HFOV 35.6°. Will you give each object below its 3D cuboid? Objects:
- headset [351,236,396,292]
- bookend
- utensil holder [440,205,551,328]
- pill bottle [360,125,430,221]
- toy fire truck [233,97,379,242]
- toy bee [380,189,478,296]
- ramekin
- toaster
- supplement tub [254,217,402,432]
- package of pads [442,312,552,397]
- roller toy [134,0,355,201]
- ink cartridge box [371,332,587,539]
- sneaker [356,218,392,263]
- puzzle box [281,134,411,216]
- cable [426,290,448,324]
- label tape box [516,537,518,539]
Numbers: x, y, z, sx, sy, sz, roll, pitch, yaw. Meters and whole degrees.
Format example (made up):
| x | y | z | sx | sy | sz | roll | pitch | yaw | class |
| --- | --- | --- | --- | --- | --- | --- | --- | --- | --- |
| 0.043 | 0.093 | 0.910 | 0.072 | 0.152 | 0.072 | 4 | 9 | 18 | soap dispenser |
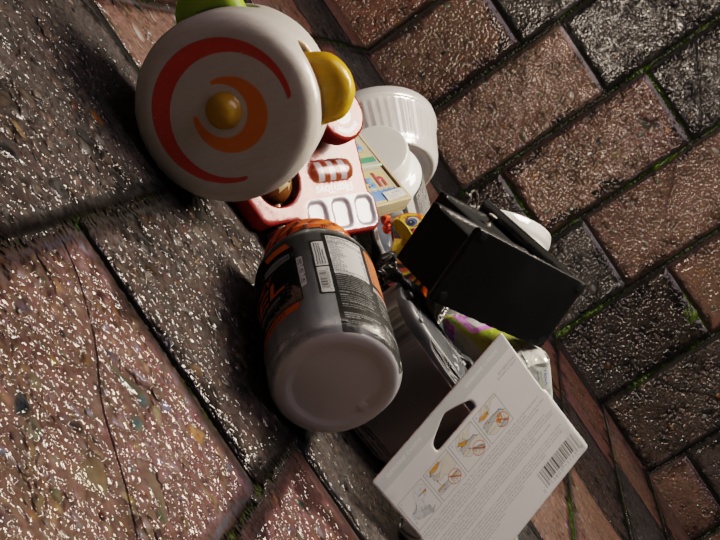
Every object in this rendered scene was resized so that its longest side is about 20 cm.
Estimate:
| x | y | z | sx | sy | sz | roll | pitch | yaw | class |
| --- | --- | --- | --- | --- | --- | --- | --- | --- | --- |
| 0.000 | 0.000 | 1.364 | 0.124 | 0.094 | 0.200 | 55 | 1 | -4 | headset |
| 0.118 | -0.027 | 1.267 | 0.198 | 0.092 | 0.200 | 23 | 17 | -41 | bookend |
| 0.166 | 0.033 | 1.568 | 0.170 | 0.169 | 0.202 | 38 | 62 | -55 | utensil holder |
| 0.039 | -0.113 | 1.629 | 0.201 | 0.115 | 0.117 | 70 | -5 | -57 | pill bottle |
| -0.072 | -0.111 | 1.276 | 0.199 | 0.112 | 0.170 | -12 | 85 | -42 | toy fire truck |
| 0.067 | -0.027 | 1.460 | 0.200 | 0.108 | 0.132 | -46 | 143 | -51 | toy bee |
| 0.028 | -0.181 | 1.716 | 0.202 | 0.201 | 0.095 | 40 | 31 | -51 | ramekin |
| 0.039 | 0.106 | 1.165 | 0.201 | 0.129 | 0.114 | 53 | 12 | -18 | toaster |
| -0.036 | 0.044 | 1.052 | 0.123 | 0.122 | 0.201 | 48 | 15 | -33 | supplement tub |
| 0.169 | 0.140 | 1.356 | 0.200 | 0.068 | 0.156 | -135 | -147 | -64 | package of pads |
| -0.121 | -0.164 | 1.100 | 0.199 | 0.183 | 0.140 | 29 | 17 | -5 | roller toy |
| 0.113 | 0.188 | 1.106 | 0.174 | 0.200 | 0.043 | 51 | -18 | -23 | ink cartridge box |
| 0.021 | -0.044 | 1.560 | 0.204 | 0.076 | 0.146 | 66 | 23 | -3 | sneaker |
| -0.040 | -0.116 | 1.405 | 0.199 | 0.025 | 0.133 | -18 | 62 | -47 | puzzle box |
| 0.081 | 0.086 | 1.353 | 0.050 | 0.200 | 0.098 | 5 | -44 | 44 | cable |
| 0.139 | 0.271 | 1.246 | 0.144 | 0.063 | 0.202 | -71 | 151 | -75 | label tape box |
